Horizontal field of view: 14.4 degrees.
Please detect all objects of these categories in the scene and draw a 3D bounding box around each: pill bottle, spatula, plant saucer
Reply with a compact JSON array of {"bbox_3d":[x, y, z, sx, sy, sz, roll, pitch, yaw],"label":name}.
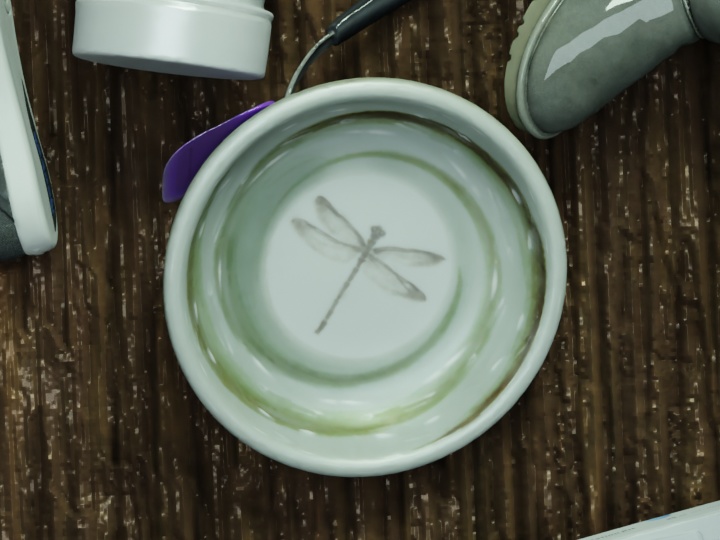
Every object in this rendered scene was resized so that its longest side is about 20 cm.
[{"bbox_3d":[-0.080,-0.198,1.384,0.113,0.114,0.201,7,90,2],"label":"pill bottle"},{"bbox_3d":[-0.021,-0.102,1.395,0.021,0.057,0.200,41,69,14],"label":"spatula"},{"bbox_3d":[0.000,0.000,1.397,0.199,0.050,0.201,-3,106,-9],"label":"plant saucer"}]

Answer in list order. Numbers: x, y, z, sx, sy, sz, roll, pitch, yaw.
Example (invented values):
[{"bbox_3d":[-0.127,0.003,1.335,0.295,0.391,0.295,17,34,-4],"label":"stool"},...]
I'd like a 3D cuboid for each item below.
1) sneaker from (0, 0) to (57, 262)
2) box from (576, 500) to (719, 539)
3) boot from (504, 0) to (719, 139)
[{"bbox_3d":[-0.224,-0.096,1.408,0.111,0.073,0.201,-13,91,0],"label":"sneaker"},{"bbox_3d":[0.175,0.195,1.395,0.199,0.041,0.157,-15,89,-10],"label":"box"},{"bbox_3d":[0.184,-0.110,1.333,0.200,0.073,0.182,31,79,42],"label":"boot"}]
